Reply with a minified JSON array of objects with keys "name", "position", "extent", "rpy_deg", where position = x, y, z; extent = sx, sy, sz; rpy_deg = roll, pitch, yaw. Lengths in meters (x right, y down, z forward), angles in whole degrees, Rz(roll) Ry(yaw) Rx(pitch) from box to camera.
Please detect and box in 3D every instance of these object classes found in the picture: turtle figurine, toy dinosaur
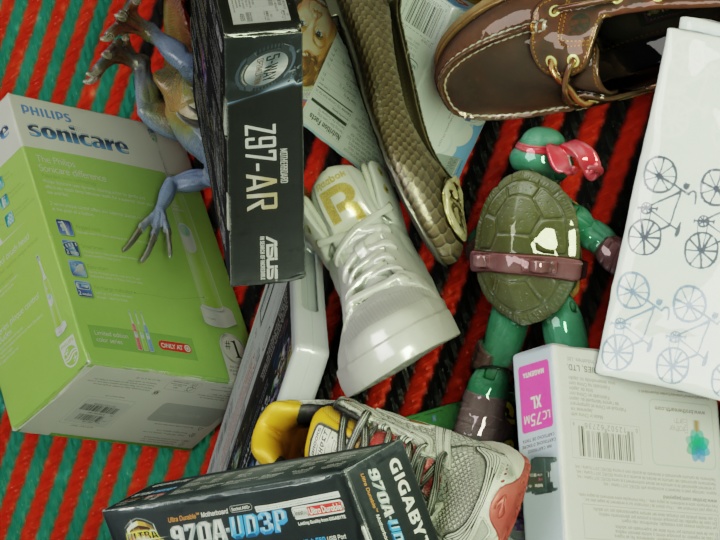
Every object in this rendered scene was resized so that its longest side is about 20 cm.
[{"name":"turtle figurine","position":[0.103,-0.003,1.599],"extent":[0.149,0.100,0.201],"rpy_deg":[8,93,46]},{"name":"toy dinosaur","position":[-0.083,-0.096,1.819],"extent":[0.181,0.200,0.105],"rpy_deg":[37,135,2]}]

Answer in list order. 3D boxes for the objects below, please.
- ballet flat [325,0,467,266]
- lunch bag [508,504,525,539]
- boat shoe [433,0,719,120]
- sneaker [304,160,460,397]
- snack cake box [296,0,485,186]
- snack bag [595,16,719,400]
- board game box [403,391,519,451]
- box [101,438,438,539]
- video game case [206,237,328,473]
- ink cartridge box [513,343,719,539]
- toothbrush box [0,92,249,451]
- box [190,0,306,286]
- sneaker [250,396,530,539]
[{"name":"ballet flat","position":[0.024,-0.097,1.635],"extent":[0.046,0.067,0.201],"rpy_deg":[-21,69,3]},{"name":"lunch bag","position":[0.032,0.209,1.597],"extent":[0.169,0.127,0.201],"rpy_deg":[-21,73,42]},{"name":"boat shoe","position":[0.129,-0.123,1.563],"extent":[0.199,0.070,0.071],"rpy_deg":[-20,38,21]},{"name":"sneaker","position":[0.000,0.000,1.600],"extent":[0.073,0.200,0.116],"rpy_deg":[-27,93,3]},{"name":"snack cake box","position":[-0.003,-0.141,1.750],"extent":[0.200,0.067,0.115],"rpy_deg":[40,112,42]},{"name":"snack bag","position":[0.229,-0.016,1.462],"extent":[0.199,0.021,0.190],"rpy_deg":[15,95,19]},{"name":"board game box","position":[0.017,0.141,1.708],"extent":[0.199,0.023,0.105],"rpy_deg":[-18,69,42]},{"name":"box","position":[-0.033,0.179,1.516],"extent":[0.200,0.046,0.160],"rpy_deg":[-14,99,46]},{"name":"video game case","position":[-0.057,0.090,1.703],"extent":[0.182,0.023,0.201],"rpy_deg":[-94,21,-64]},{"name":"ink cartridge box","position":[0.139,0.142,1.513],"extent":[0.042,0.119,0.201],"rpy_deg":[-22,67,48]},{"name":"toothbrush box","position":[-0.163,0.002,1.830],"extent":[0.086,0.145,0.201],"rpy_deg":[-39,57,34]},{"name":"box","position":[-0.065,-0.113,1.626],"extent":[0.200,0.043,0.161],"rpy_deg":[-105,12,-55]},{"name":"sneaker","position":[0.012,0.110,1.517],"extent":[0.200,0.082,0.078],"rpy_deg":[6,72,54]}]
